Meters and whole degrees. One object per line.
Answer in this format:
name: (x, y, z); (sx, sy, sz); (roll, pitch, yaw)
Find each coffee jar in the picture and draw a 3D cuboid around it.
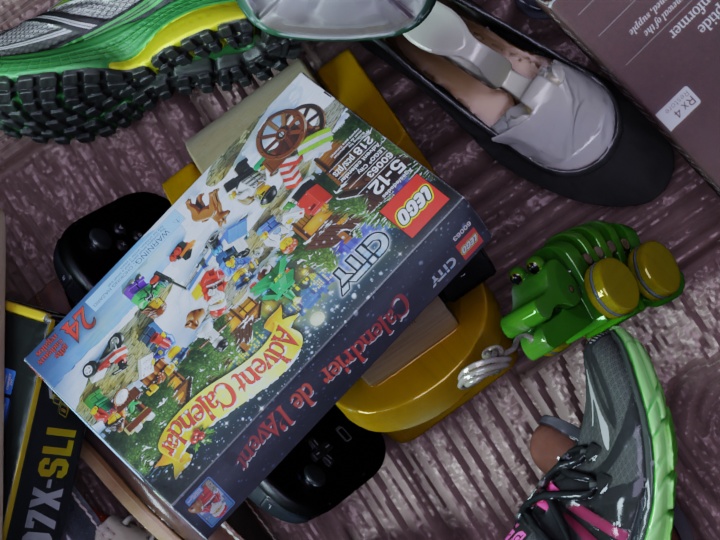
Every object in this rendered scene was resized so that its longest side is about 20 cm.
coffee jar: (-0.005, -0.184, 1.402); (0.103, 0.200, 0.086); (0, 114, 6)

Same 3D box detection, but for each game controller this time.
game controller: (-0.072, 0.043, 1.449); (0.200, 0.104, 0.042); (48, 133, 7)

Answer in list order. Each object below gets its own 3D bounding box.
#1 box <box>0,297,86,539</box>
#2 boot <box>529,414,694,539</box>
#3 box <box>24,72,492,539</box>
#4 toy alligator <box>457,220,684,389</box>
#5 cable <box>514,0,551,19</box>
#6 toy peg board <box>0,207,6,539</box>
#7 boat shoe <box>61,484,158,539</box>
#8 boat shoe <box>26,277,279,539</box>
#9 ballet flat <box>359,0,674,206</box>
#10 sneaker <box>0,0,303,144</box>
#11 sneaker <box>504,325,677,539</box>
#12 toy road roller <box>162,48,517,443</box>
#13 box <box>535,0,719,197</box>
box: (-0.221, 0.107, 1.445); (0.159, 0.049, 0.201); (14, 91, 37)
boot: (0.096, 0.200, 1.435); (0.200, 0.068, 0.189); (-41, 98, -6)
box: (-0.051, 0.014, 1.343); (0.200, 0.038, 0.136); (-47, 48, -6)
toy alligator: (0.100, 0.010, 1.395); (0.059, 0.199, 0.055); (-32, 82, 39)
cable: (0.153, -0.211, 1.464); (0.163, 0.051, 0.201); (35, 96, -2)
toy peg board: (-0.283, 0.071, 1.409); (0.198, 0.098, 0.202); (-9, 76, 38)
boat shoe: (-0.124, 0.168, 1.463); (0.062, 0.071, 0.201); (-28, 80, -9)
boat shoe: (-0.110, 0.088, 1.463); (0.200, 0.070, 0.070); (42, 96, 5)
ballet flat: (0.074, -0.095, 1.453); (0.199, 0.068, 0.068); (31, 91, 5)
sneaker: (-0.128, -0.127, 1.480); (0.199, 0.078, 0.086); (-16, 63, 8)
sneaker: (0.110, 0.126, 1.371); (0.083, 0.077, 0.202); (7, 85, 1)
toy road roller: (0.000, 0.000, 1.447); (0.123, 0.146, 0.200); (-35, 48, 3)
box: (0.192, -0.100, 1.419); (0.100, 0.075, 0.200); (-45, 99, 5)
